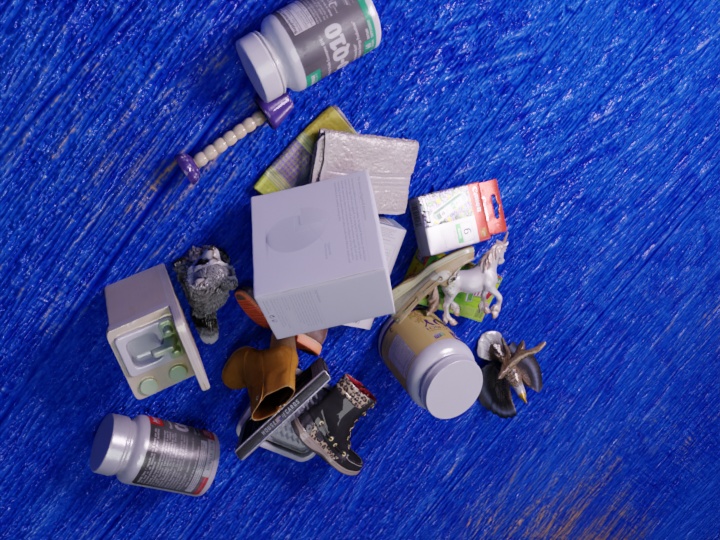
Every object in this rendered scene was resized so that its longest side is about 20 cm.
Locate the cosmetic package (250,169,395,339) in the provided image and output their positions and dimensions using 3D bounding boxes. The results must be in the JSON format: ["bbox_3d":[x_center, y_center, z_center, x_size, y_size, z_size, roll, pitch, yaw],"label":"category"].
[{"bbox_3d":[-0.059,-0.026,1.019,0.195,0.203,0.124,-13,143,5],"label":"cosmetic package"}]

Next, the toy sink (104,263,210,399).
[{"bbox_3d":[-0.319,0.104,1.000,0.110,0.200,0.133,-23,123,-14],"label":"toy sink"}]

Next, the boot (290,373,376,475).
[{"bbox_3d":[-0.025,0.302,1.272,0.151,0.073,0.200,-46,120,0],"label":"boot"}]

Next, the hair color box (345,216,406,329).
[{"bbox_3d":[0.000,0.000,1.193,0.097,0.061,0.204,11,108,-29],"label":"hair color box"}]

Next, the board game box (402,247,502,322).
[{"bbox_3d":[0.182,0.028,1.304,0.196,0.048,0.104,16,105,-32],"label":"board game box"}]

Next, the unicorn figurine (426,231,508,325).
[{"bbox_3d":[0.219,0.023,1.243,0.195,0.074,0.141,-14,108,-14],"label":"unicorn figurine"}]

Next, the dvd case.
[{"bbox_3d":[-0.134,0.236,1.139,0.199,0.150,0.025,-41,95,-4],"label":"dvd case"}]

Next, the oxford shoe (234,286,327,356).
[{"bbox_3d":[-0.139,0.075,1.168,0.199,0.070,0.074,39,66,-32],"label":"oxford shoe"}]

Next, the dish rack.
[{"bbox_3d":[-0.132,0.273,1.268,0.198,0.044,0.173,33,96,-34],"label":"dish rack"}]

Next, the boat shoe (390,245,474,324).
[{"bbox_3d":[0.131,0.024,1.192,0.198,0.073,0.064,-33,87,16],"label":"boat shoe"}]

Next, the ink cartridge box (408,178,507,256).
[{"bbox_3d":[0.195,-0.104,1.221,0.195,0.050,0.112,-15,94,-19],"label":"ink cartridge box"}]

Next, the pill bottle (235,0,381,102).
[{"bbox_3d":[-0.077,-0.339,0.960,0.197,0.113,0.115,-32,124,-8],"label":"pill bottle"}]

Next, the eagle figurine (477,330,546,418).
[{"bbox_3d":[0.335,0.235,1.452,0.148,0.155,0.201,3,156,15],"label":"eagle figurine"}]

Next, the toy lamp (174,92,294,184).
[{"bbox_3d":[-0.191,-0.211,1.001,0.198,0.058,0.059,-34,124,-5],"label":"toy lamp"}]

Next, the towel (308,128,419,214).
[{"bbox_3d":[0.006,-0.165,1.106,0.195,0.034,0.136,0,115,-27],"label":"towel"}]

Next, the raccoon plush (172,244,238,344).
[{"bbox_3d":[-0.232,0.051,1.055,0.095,0.134,0.204,-22,121,-16],"label":"raccoon plush"}]

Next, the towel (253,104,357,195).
[{"bbox_3d":[-0.072,-0.165,1.101,0.200,0.023,0.144,-43,125,-2],"label":"towel"}]

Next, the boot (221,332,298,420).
[{"bbox_3d":[-0.180,0.195,1.112,0.070,0.146,0.200,34,123,-29],"label":"boot"}]

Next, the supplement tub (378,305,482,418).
[{"bbox_3d":[0.133,0.174,1.257,0.142,0.200,0.149,-11,119,-21],"label":"supplement tub"}]

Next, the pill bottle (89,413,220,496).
[{"bbox_3d":[-0.356,0.319,1.137,0.197,0.114,0.115,25,102,-33],"label":"pill bottle"}]
